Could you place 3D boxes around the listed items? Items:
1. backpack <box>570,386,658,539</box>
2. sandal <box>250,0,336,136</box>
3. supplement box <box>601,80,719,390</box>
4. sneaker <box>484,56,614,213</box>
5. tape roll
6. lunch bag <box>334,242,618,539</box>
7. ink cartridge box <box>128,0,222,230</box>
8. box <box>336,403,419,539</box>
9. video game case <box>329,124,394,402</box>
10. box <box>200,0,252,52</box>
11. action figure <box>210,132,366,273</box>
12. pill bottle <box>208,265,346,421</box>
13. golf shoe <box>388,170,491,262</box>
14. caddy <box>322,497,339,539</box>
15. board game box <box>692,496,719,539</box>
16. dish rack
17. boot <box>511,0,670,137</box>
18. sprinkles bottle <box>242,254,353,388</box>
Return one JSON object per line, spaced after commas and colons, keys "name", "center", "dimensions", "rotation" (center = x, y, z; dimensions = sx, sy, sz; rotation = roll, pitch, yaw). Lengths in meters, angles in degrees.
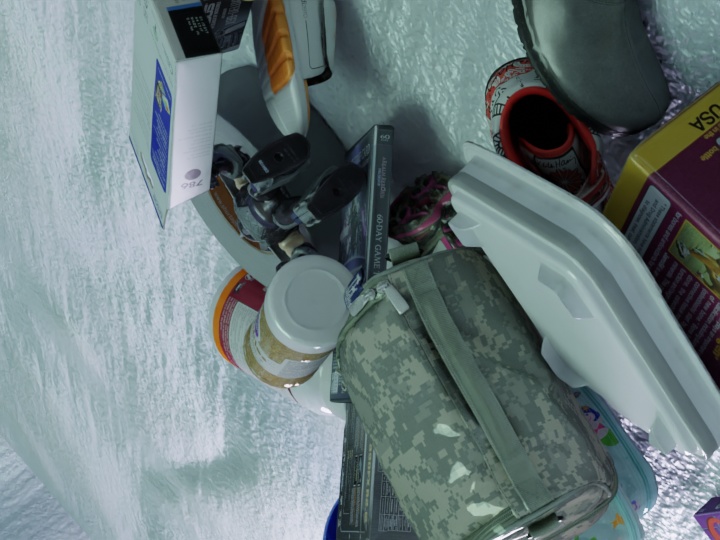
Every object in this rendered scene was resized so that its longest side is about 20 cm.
{"name": "backpack", "center": [0.131, 0.161, 1.230], "dimensions": [0.178, 0.150, 0.200], "rotation": [56, 170, 7]}
{"name": "sandal", "center": [-0.047, -0.198, 1.193], "dimensions": [0.079, 0.059, 0.207], "rotation": [-166, 65, -69]}
{"name": "supplement box", "center": [0.234, 0.008, 0.900], "dimensions": [0.200, 0.103, 0.131], "rotation": [47, 156, 16]}
{"name": "sneaker", "center": [0.131, -0.033, 1.005], "dimensions": [0.108, 0.067, 0.202], "rotation": [-79, -35, -77]}
{"name": "tape roll", "center": [-0.080, -0.075, 1.406], "dimensions": [0.200, 0.066, 0.200], "rotation": [41, 153, 26]}
{"name": "lunch bag", "center": [0.072, 0.090, 1.059], "dimensions": [0.200, 0.139, 0.168], "rotation": [62, 174, 17]}
{"name": "ink cartridge box", "center": [-0.139, -0.127, 1.204], "dimensions": [0.200, 0.039, 0.100], "rotation": [106, 145, -55]}
{"name": "box", "center": [0.022, 0.111, 1.251], "dimensions": [0.158, 0.048, 0.200], "rotation": [137, 137, -76]}
{"name": "video game case", "center": [0.000, 0.000, 1.235], "dimensions": [0.143, 0.019, 0.200], "rotation": [154, 121, -80]}
{"name": "box", "center": [-0.121, -0.268, 1.177], "dimensions": [0.200, 0.050, 0.158], "rotation": [122, 129, -65]}
{"name": "action figure", "center": [-0.068, -0.052, 1.255], "dimensions": [0.130, 0.069, 0.200], "rotation": [44, 161, -4]}
{"name": "pill bottle", "center": [-0.041, 0.066, 1.474], "dimensions": [0.200, 0.110, 0.110], "rotation": [25, 144, 47]}
{"name": "golf shoe", "center": [0.095, -0.023, 1.166], "dimensions": [0.092, 0.073, 0.200], "rotation": [45, 167, -20]}
{"name": "caddy", "center": [0.061, 0.215, 1.402], "dimensions": [0.141, 0.200, 0.105], "rotation": [37, 169, 34]}
{"name": "board game box", "center": [0.319, 0.199, 1.106], "dimensions": [0.120, 0.032, 0.200], "rotation": [57, 156, 0]}
{"name": "dish rack", "center": [0.128, 0.025, 0.940], "dimensions": [0.200, 0.044, 0.172], "rotation": [52, 171, -33]}
{"name": "boot", "center": [0.140, -0.164, 0.889], "dimensions": [0.200, 0.070, 0.132], "rotation": [55, 150, -17]}
{"name": "sprinkles bottle", "center": [-0.047, 0.043, 1.242], "dimensions": [0.068, 0.068, 0.200], "rotation": [51, 165, 4]}
